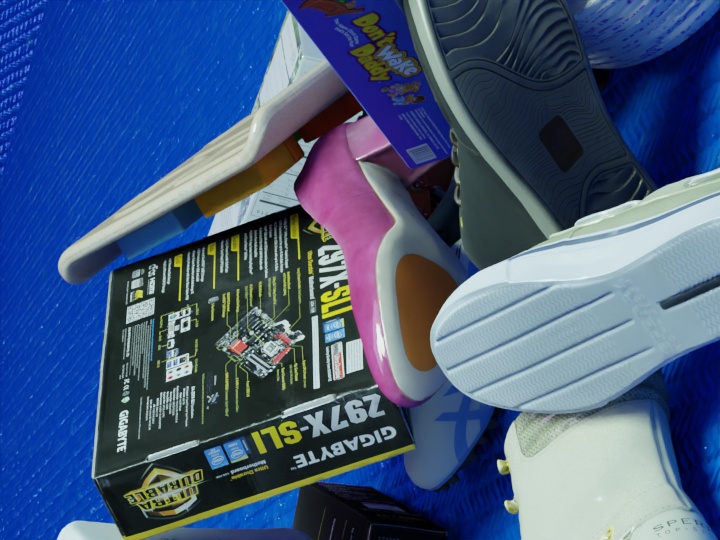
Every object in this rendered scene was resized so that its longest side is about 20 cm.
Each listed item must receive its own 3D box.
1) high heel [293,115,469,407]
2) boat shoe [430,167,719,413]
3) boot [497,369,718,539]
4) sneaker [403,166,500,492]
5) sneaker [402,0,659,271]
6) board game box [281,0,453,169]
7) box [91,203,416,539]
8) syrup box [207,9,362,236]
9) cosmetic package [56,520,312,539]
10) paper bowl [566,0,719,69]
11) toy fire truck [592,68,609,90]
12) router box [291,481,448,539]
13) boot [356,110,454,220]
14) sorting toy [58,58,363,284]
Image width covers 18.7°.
[{"bbox_3d":[0.000,0.000,1.096,0.096,0.067,0.201,-35,43,33],"label":"high heel"},{"bbox_3d":[0.114,0.007,0.909,0.199,0.072,0.062,-21,20,43],"label":"boat shoe"},{"bbox_3d":[0.088,0.147,0.952,0.201,0.072,0.155,-59,26,32],"label":"boot"},{"bbox_3d":[0.048,0.019,1.164,0.072,0.072,0.202,-140,61,-69],"label":"sneaker"},{"bbox_3d":[0.059,-0.062,0.988,0.201,0.075,0.106,59,155,-14],"label":"sneaker"},{"bbox_3d":[0.001,-0.152,1.019,0.200,0.044,0.135,47,-151,-61],"label":"board game box"},{"bbox_3d":[-0.057,0.043,1.148,0.201,0.158,0.050,-97,-13,-58],"label":"box"},{"bbox_3d":[-0.038,-0.070,1.478,0.079,0.081,0.201,-102,28,-56],"label":"syrup box"},{"bbox_3d":[-0.064,0.248,1.095,0.200,0.164,0.166,36,111,43],"label":"cosmetic package"},{"bbox_3d":[0.101,-0.202,1.005,0.200,0.104,0.202,-30,53,49],"label":"paper bowl"},{"bbox_3d":[0.092,-0.172,1.181,0.141,0.048,0.202,144,133,-66],"label":"toy fire truck"},{"bbox_3d":[-0.010,0.230,1.242,0.149,0.051,0.202,-164,84,-73],"label":"router box"},{"bbox_3d":[0.037,-0.031,1.263,0.107,0.075,0.201,39,112,49],"label":"boot"},{"bbox_3d":[-0.060,-0.068,1.227,0.200,0.037,0.185,-32,7,43],"label":"sorting toy"}]
